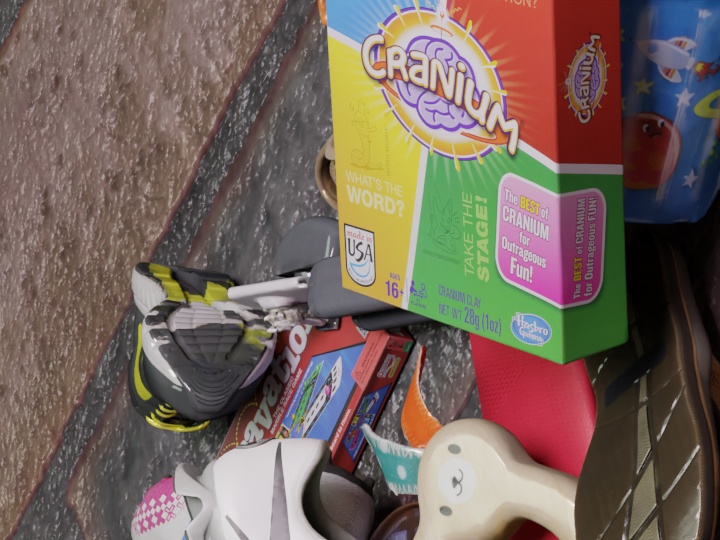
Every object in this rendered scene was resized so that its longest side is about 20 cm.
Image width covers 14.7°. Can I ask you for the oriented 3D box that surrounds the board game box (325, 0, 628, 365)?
[{"bbox_3d":[0.048,-0.075,1.208,0.153,0.040,0.201,18,118,48],"label":"board game box"}]

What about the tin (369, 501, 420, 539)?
[{"bbox_3d":[0.036,0.213,1.348,0.112,0.042,0.201,-26,58,56],"label":"tin"}]

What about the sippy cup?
[{"bbox_3d":[0.119,-0.093,1.240,0.178,0.139,0.131,-137,53,-64],"label":"sippy cup"}]

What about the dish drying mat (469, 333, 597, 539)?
[{"bbox_3d":[0.085,0.051,1.342,0.077,0.018,0.201,-41,47,43],"label":"dish drying mat"}]

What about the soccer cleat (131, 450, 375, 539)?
[{"bbox_3d":[-0.069,0.148,1.452,0.200,0.070,0.087,-21,41,53],"label":"soccer cleat"}]

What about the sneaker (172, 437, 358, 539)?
[{"bbox_3d":[-0.017,0.175,1.327,0.088,0.074,0.201,-19,90,11],"label":"sneaker"}]

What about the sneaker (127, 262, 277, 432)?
[{"bbox_3d":[-0.091,0.057,1.556,0.200,0.074,0.085,-116,31,-73],"label":"sneaker"}]

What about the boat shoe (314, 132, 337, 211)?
[{"bbox_3d":[0.019,-0.050,1.366,0.200,0.064,0.072,159,89,-81],"label":"boat shoe"}]

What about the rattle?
[{"bbox_3d":[0.030,0.122,1.251,0.130,0.142,0.201,-48,62,43],"label":"rattle"}]

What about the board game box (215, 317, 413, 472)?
[{"bbox_3d":[-0.038,0.095,1.518,0.201,0.019,0.103,-65,33,20],"label":"board game box"}]

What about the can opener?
[{"bbox_3d":[0.000,0.000,1.424,0.200,0.052,0.067,-4,75,56],"label":"can opener"}]

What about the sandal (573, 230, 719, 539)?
[{"bbox_3d":[0.136,0.071,1.231,0.082,0.054,0.201,-43,32,35],"label":"sandal"}]

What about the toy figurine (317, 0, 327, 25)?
[{"bbox_3d":[0.017,-0.160,1.360,0.200,0.183,0.151,-37,50,47],"label":"toy figurine"}]
